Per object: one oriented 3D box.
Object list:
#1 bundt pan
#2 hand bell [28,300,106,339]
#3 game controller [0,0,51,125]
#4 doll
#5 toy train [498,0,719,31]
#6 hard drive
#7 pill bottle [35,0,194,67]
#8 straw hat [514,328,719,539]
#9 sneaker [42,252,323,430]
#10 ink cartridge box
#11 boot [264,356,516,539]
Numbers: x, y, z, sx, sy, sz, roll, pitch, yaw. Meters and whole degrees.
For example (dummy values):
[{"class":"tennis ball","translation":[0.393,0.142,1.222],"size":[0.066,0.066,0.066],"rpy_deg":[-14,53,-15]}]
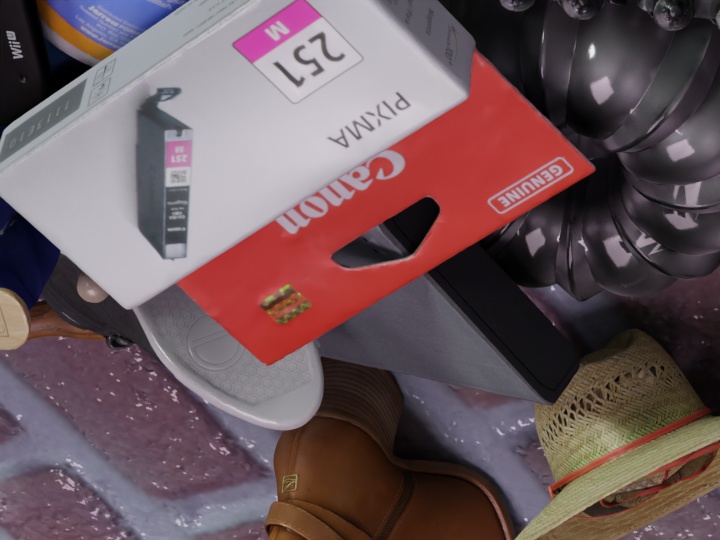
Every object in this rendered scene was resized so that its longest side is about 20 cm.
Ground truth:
[{"class":"bundt pan","translation":[0.098,-0.059,1.334],"size":[0.201,0.076,0.202],"rpy_deg":[11,142,9]},{"class":"hand bell","translation":[-0.186,0.027,1.566],"size":[0.200,0.104,0.104],"rpy_deg":[-9,135,12]},{"class":"game controller","translation":[-0.189,-0.139,1.226],"size":[0.104,0.042,0.200],"rpy_deg":[15,141,21]},{"class":"doll","translation":[-0.140,-0.042,1.353],"size":[0.048,0.200,0.137],"rpy_deg":[-6,120,24]},{"class":"toy train","translation":[0.141,-0.125,1.240],"size":[0.200,0.034,0.046],"rpy_deg":[6,104,-5]},{"class":"hard drive","translation":[0.000,0.000,1.412],"size":[0.140,0.033,0.200],"rpy_deg":[46,161,-28]},{"class":"pill bottle","translation":[-0.064,-0.175,1.232],"size":[0.112,0.112,0.200],"rpy_deg":[31,140,-15]},{"class":"straw hat","translation":[0.129,0.076,1.467],"size":[0.201,0.201,0.085],"rpy_deg":[-41,72,47]},{"class":"sneaker","translation":[-0.093,0.019,1.473],"size":[0.200,0.071,0.099],"rpy_deg":[39,164,17]},{"class":"ink cartridge box","translation":[-0.029,-0.041,1.253],"size":[0.200,0.044,0.174],"rpy_deg":[-31,119,29]},{"class":"boot","translation":[0.012,0.158,1.560],"size":[0.077,0.155,0.200],"rpy_deg":[-5,136,27]}]
